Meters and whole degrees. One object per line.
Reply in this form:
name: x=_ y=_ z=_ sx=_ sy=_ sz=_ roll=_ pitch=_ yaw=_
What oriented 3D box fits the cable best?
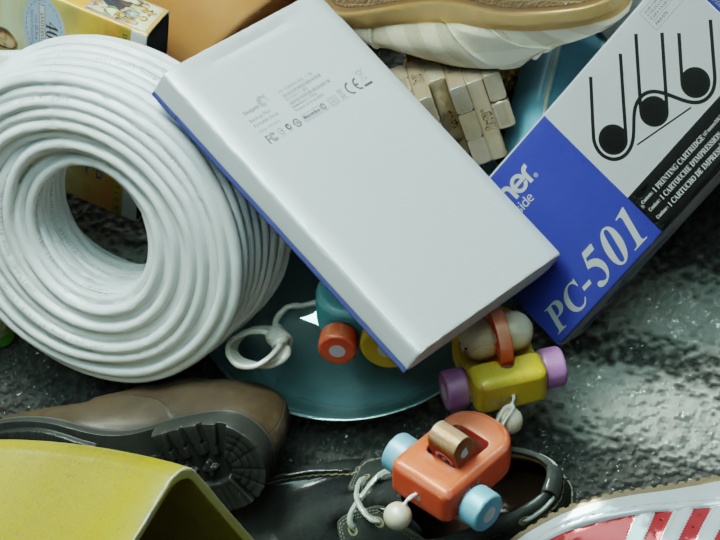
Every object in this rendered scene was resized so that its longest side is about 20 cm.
cable: x=-0.139 y=-0.034 z=1.562 sx=0.199 sy=0.201 sz=0.069 roll=-12 pitch=20 yaw=33

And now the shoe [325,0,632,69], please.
shoe: x=0.071 y=-0.149 z=1.578 sx=0.199 sy=0.053 sz=0.070 roll=4 pitch=53 yaw=37

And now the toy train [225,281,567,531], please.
toy train: x=0.025 y=0.050 z=1.517 sx=0.150 sy=0.056 sz=0.200 roll=-32 pitch=51 yaw=-30

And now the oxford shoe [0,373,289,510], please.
oxford shoe: x=-0.129 y=0.099 z=1.590 sx=0.199 sy=0.073 sz=0.084 roll=-3 pitch=28 yaw=23

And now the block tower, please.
block tower: x=-0.011 y=-0.069 z=1.608 sx=0.199 sy=0.054 sz=0.058 roll=-19 pitch=29 yaw=4

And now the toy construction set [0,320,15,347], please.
toy construction set: x=-0.276 y=-0.011 z=1.666 sx=0.131 sy=0.092 sz=0.200 roll=-37 pitch=72 yaw=-7

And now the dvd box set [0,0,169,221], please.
dvd box set: x=-0.205 y=-0.122 z=1.622 sx=0.199 sy=0.147 sz=0.029 roll=24 pitch=47 yaw=14

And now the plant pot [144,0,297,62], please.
plant pot: x=-0.105 y=-0.176 z=1.660 sx=0.200 sy=0.200 sz=0.140 roll=-42 pitch=78 yaw=-10

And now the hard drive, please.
hard drive: x=-0.001 y=-0.050 z=1.503 sx=0.200 sy=0.025 sz=0.132 roll=48 pitch=45 yaw=10

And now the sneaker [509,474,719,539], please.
sneaker: x=0.172 y=0.173 z=1.472 sx=0.199 sy=0.071 sz=0.113 roll=-14 pitch=58 yaw=3

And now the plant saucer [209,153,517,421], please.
plant saucer: x=0.000 y=0.000 z=1.627 sx=0.199 sy=0.027 sz=0.201 roll=-5 pitch=63 yaw=10

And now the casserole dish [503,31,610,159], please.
casserole dish: x=0.155 y=-0.114 z=1.624 sx=0.121 sy=0.039 sz=0.201 roll=17 pitch=67 yaw=0

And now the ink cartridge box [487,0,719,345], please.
ink cartridge box: x=0.145 y=-0.063 z=1.532 sx=0.094 sy=0.044 sz=0.200 roll=45 pitch=114 yaw=9

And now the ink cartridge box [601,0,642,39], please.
ink cartridge box: x=0.219 y=-0.167 z=1.588 sx=0.200 sy=0.084 sz=0.145 roll=43 pitch=68 yaw=10

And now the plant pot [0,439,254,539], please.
plant pot: x=-0.168 y=0.200 z=1.477 sx=0.176 sy=0.200 sz=0.200 roll=20 pitch=69 yaw=34

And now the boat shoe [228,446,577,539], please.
boat shoe: x=0.018 y=0.126 z=1.535 sx=0.199 sy=0.068 sz=0.072 roll=-3 pitch=64 yaw=13

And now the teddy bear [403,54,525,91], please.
teddy bear: x=0.056 y=-0.184 z=1.686 sx=0.144 sy=0.067 sz=0.201 roll=0 pitch=64 yaw=10
